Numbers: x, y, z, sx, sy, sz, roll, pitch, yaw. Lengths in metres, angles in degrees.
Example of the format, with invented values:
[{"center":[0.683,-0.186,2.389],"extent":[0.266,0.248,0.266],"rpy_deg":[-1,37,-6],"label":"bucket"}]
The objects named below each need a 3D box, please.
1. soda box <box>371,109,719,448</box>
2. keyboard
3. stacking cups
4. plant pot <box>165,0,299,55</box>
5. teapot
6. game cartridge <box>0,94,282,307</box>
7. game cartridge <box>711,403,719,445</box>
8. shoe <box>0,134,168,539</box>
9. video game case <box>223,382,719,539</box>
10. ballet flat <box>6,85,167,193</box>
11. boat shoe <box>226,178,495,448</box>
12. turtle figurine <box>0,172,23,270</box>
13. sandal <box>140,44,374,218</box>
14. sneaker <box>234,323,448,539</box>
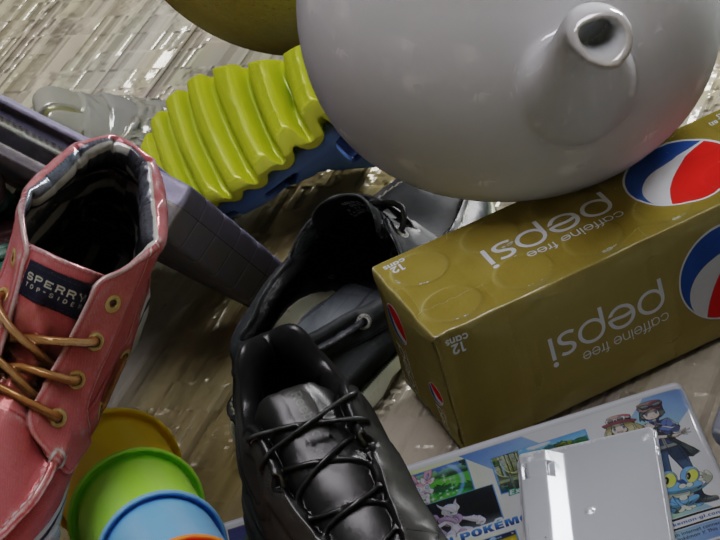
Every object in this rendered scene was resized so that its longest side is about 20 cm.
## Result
[{"center":[0.111,-0.002,1.141],"extent":[0.199,0.064,0.068],"rpy_deg":[-25,33,-11],"label":"soda box"},{"center":[0.089,0.123,0.977],"extent":[0.056,0.011,0.200],"rpy_deg":[-9,34,5],"label":"keyboard"},{"center":[-0.066,0.116,1.031],"extent":[0.060,0.061,0.200],"rpy_deg":[-25,27,-12],"label":"stacking cups"},{"center":[-0.028,-0.192,1.336],"extent":[0.199,0.201,0.142],"rpy_deg":[-17,16,1],"label":"plant pot"},{"center":[0.058,-0.139,1.141],"extent":[0.199,0.146,0.198],"rpy_deg":[15,53,23],"label":"teapot"},{"center":[-0.136,-0.049,1.232],"extent":[0.200,0.130,0.039],"rpy_deg":[26,88,24],"label":"game cartridge"},{"center":[0.232,0.033,1.009],"extent":[0.199,0.041,0.134],"rpy_deg":[5,69,36],"label":"game cartridge"},{"center":[-0.128,0.036,1.039],"extent":[0.071,0.091,0.200],"rpy_deg":[20,45,5],"label":"shoe"},{"center":[0.049,0.127,1.017],"extent":[0.199,0.022,0.183],"rpy_deg":[-18,33,1],"label":"video game case"},{"center":[-0.169,-0.054,1.352],"extent":[0.199,0.072,0.072],"rpy_deg":[-18,32,-3],"label":"ballet flat"},{"center":[-0.002,0.000,1.189],"extent":[0.074,0.066,0.199],"rpy_deg":[9,41,35],"label":"boat shoe"},{"center":[-0.179,0.000,1.226],"extent":[0.100,0.150,0.200],"rpy_deg":[-8,37,-20],"label":"turtle figurine"},{"center":[-0.017,-0.069,1.296],"extent":[0.199,0.087,0.080],"rpy_deg":[-26,54,21],"label":"sandal"},{"center":[-0.009,0.092,0.994],"extent":[0.076,0.091,0.200],"rpy_deg":[-23,34,-12],"label":"sneaker"}]
